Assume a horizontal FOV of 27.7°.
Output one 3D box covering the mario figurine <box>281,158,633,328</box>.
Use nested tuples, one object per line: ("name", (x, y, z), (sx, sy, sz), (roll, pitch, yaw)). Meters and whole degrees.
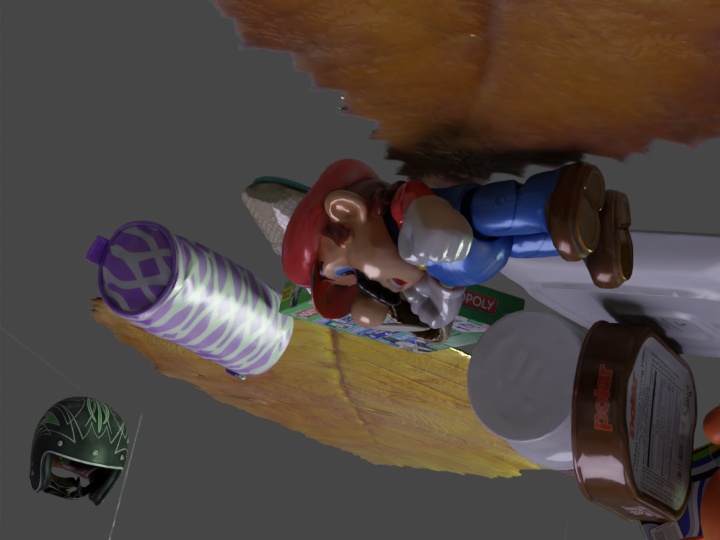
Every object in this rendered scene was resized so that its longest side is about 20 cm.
("mario figurine", (0.043, -0.001, 0.789), (0.198, 0.106, 0.124), (-4, 126, 33))

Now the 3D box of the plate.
("plate", (0.194, 0.020, 0.907), (0.198, 0.033, 0.199), (4, 164, 41))

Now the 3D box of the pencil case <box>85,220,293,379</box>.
("pencil case", (-0.131, 0.024, 1.188), (0.085, 0.084, 0.200), (34, 178, 32))

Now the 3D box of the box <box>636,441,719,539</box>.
("box", (0.291, 0.145, 1.049), (0.198, 0.065, 0.070), (-23, 161, 7))

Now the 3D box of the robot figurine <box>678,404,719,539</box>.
("robot figurine", (0.300, 0.140, 0.943), (0.143, 0.200, 0.117), (35, -162, -27))

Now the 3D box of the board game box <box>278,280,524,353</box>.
("board game box", (0.026, 0.028, 1.138), (0.133, 0.030, 0.200), (18, 167, -16))

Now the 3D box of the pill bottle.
("pill bottle", (0.162, 0.094, 1.066), (0.108, 0.111, 0.199), (6, 169, 33))

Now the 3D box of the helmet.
("helmet", (-0.532, 0.335, 2.784), (0.198, 0.192, 0.201), (23, -155, -11))

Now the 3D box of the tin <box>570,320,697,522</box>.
("tin", (0.180, 0.099, 0.942), (0.041, 0.114, 0.200), (-3, 163, 25))

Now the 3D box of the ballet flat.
("ballet flat", (0.000, 0.000, 0.958), (0.199, 0.063, 0.067), (24, 160, -40))
